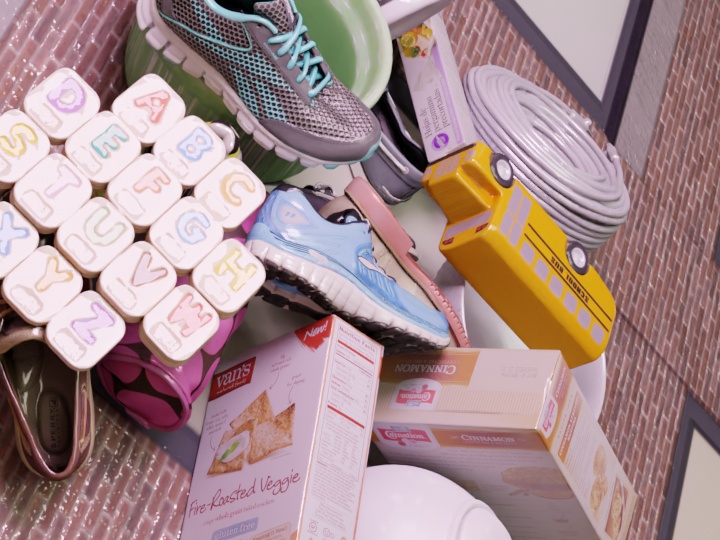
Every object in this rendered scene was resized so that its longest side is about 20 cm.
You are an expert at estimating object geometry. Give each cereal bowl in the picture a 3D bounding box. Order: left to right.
[{"bbox_3d":[0.123,0.068,1.519,0.199,0.083,0.202,24,56,-41],"label":"cereal bowl"}]

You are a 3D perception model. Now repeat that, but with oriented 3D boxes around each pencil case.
[{"bbox_3d":[-0.118,0.025,1.267,0.090,0.094,0.201,32,50,-2],"label":"pencil case"}]

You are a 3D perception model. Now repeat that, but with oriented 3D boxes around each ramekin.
[{"bbox_3d":[-0.084,-0.165,1.335,0.198,0.098,0.202,15,54,-21],"label":"ramekin"}]

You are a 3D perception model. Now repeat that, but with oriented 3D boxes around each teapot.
[{"bbox_3d":[0.053,0.232,1.287,0.199,0.145,0.201,66,30,-27],"label":"teapot"}]

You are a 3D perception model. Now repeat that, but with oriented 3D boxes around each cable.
[{"bbox_3d":[0.161,-0.104,1.597,0.199,0.069,0.201,34,24,-22],"label":"cable"}]

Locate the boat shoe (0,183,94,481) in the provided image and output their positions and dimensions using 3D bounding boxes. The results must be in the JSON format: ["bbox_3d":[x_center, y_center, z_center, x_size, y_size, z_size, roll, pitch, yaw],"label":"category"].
[{"bbox_3d":[-0.209,0.038,1.135,0.071,0.072,0.203,-5,91,-8],"label":"boat shoe"}]

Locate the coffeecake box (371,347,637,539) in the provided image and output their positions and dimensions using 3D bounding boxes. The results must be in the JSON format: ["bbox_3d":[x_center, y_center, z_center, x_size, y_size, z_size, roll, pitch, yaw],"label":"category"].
[{"bbox_3d":[0.111,0.147,1.368,0.201,0.152,0.074,58,44,-43],"label":"coffeecake box"}]

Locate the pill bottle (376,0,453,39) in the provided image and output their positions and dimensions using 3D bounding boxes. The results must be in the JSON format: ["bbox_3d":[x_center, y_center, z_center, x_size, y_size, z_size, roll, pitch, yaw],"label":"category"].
[{"bbox_3d":[-0.013,-0.288,1.430,0.114,0.114,0.202,-27,89,-50],"label":"pill bottle"}]

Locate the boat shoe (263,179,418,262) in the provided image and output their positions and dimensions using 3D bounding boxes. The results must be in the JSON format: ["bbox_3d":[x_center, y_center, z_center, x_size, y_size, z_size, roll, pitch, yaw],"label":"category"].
[{"bbox_3d":[-0.030,-0.050,1.408,0.199,0.072,0.063,18,61,-37],"label":"boat shoe"}]

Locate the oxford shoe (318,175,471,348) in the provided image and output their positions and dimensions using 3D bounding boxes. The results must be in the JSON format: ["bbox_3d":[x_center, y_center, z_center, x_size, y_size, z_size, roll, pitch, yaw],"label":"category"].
[{"bbox_3d":[0.025,0.024,1.374,0.074,0.071,0.201,-35,108,-4],"label":"oxford shoe"}]

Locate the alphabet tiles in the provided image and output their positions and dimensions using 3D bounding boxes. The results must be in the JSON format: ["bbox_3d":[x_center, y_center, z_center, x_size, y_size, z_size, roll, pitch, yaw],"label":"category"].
[{"bbox_3d":[-0.158,-0.036,1.145,0.200,0.015,0.196,45,58,0],"label":"alphabet tiles"}]

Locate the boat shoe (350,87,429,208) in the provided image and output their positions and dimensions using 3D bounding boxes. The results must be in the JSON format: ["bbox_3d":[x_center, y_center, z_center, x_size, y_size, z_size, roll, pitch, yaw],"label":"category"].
[{"bbox_3d":[0.007,-0.155,1.502,0.073,0.061,0.202,-22,91,-51],"label":"boat shoe"}]

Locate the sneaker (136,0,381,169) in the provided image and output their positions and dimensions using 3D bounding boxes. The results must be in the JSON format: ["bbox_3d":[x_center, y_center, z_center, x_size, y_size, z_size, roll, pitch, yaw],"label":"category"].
[{"bbox_3d":[-0.063,-0.151,1.211,0.199,0.091,0.078,36,50,-4],"label":"sneaker"}]

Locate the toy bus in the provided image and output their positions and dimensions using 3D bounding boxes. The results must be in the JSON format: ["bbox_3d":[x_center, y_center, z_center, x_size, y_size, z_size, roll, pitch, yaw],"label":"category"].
[{"bbox_3d":[0.129,-0.011,1.448,0.200,0.065,0.079,46,46,-24],"label":"toy bus"}]

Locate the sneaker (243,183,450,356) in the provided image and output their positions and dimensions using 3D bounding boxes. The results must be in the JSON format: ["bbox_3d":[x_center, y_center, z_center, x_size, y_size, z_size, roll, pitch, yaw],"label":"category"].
[{"bbox_3d":[0.000,0.000,1.276,0.199,0.078,0.091,33,61,-39],"label":"sneaker"}]

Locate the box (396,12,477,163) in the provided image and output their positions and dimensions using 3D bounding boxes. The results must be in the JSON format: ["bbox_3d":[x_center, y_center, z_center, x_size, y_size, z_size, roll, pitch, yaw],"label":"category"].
[{"bbox_3d":[0.064,-0.169,1.544,0.041,0.038,0.202,40,30,-48],"label":"box"}]

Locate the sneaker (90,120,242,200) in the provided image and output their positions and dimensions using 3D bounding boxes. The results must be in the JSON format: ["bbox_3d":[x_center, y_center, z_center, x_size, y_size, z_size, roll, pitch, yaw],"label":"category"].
[{"bbox_3d":[-0.172,-0.058,1.209,0.199,0.076,0.076,-28,78,-25],"label":"sneaker"}]

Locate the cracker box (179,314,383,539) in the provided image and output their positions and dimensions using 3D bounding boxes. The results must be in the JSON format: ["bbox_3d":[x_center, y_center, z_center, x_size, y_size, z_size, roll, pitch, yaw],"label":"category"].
[{"bbox_3d":[-0.060,0.145,1.240,0.057,0.133,0.202,33,50,-32],"label":"cracker box"}]
